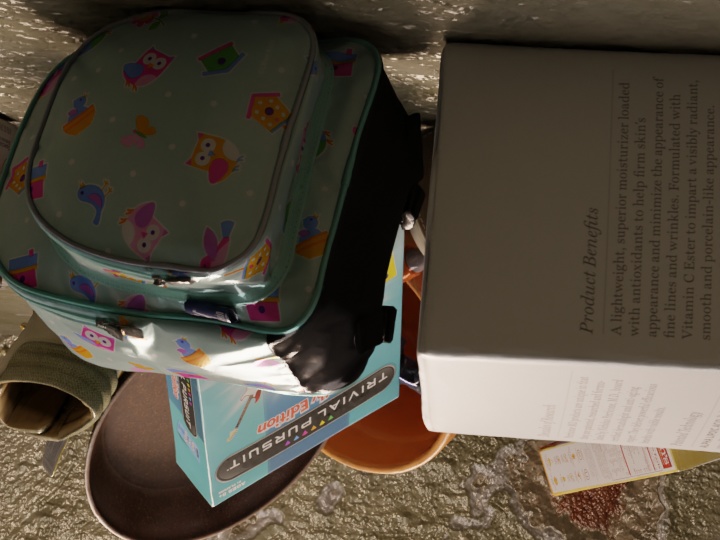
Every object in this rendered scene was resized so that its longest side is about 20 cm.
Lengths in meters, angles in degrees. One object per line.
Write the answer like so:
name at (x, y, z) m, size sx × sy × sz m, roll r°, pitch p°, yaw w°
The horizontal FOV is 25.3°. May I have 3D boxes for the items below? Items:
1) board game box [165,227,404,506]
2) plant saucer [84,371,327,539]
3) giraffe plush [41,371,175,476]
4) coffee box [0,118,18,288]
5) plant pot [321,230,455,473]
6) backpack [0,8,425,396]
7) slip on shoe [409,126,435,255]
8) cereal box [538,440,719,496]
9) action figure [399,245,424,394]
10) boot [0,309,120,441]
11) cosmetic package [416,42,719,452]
board game box at (-0.045, 0.037, 0.978) m, size 0.150 × 0.047 × 0.201 m, roll -29°, pitch 144°, yaw -23°
plant saucer at (-0.100, 0.096, 1.075) m, size 0.200 × 0.201 × 0.037 m, roll 11°, pitch -156°, yaw -45°
giraffe plush at (-0.133, 0.069, 1.197) m, size 0.162 × 0.173 × 0.200 m, roll -3°, pitch 141°, yaw -46°
coffee box at (-0.293, -0.057, 0.985) m, size 0.079 × 0.114 × 0.200 m, roll 3°, pitch 172°, yaw 14°
plant pot at (0.028, 0.035, 1.242) m, size 0.199 × 0.201 × 0.140 m, roll -2°, pitch -158°, yaw 40°
backpack at (-0.088, -0.037, 0.805) m, size 0.199 × 0.177 × 0.153 m, roll 1°, pitch 155°, yaw 28°
slip on shoe at (0.085, -0.001, 0.960) m, size 0.076 × 0.201 × 0.061 m, roll -13°, pitch 164°, yaw -27°
cereal box at (0.213, 0.098, 1.012) m, size 0.143 × 0.040 × 0.200 m, roll -15°, pitch 172°, yaw -18°
action figure at (0.000, 0.000, 1.106) m, size 0.199 × 0.105 × 0.193 m, roll 32°, pitch 148°, yaw -19°
boot at (-0.196, 0.033, 1.038) m, size 0.199 × 0.155 × 0.072 m, roll -6°, pitch 137°, yaw 47°
cosmetic package at (0.135, -0.006, 0.836) m, size 0.198 × 0.166 × 0.165 m, roll 4°, pitch 161°, yaw 6°
